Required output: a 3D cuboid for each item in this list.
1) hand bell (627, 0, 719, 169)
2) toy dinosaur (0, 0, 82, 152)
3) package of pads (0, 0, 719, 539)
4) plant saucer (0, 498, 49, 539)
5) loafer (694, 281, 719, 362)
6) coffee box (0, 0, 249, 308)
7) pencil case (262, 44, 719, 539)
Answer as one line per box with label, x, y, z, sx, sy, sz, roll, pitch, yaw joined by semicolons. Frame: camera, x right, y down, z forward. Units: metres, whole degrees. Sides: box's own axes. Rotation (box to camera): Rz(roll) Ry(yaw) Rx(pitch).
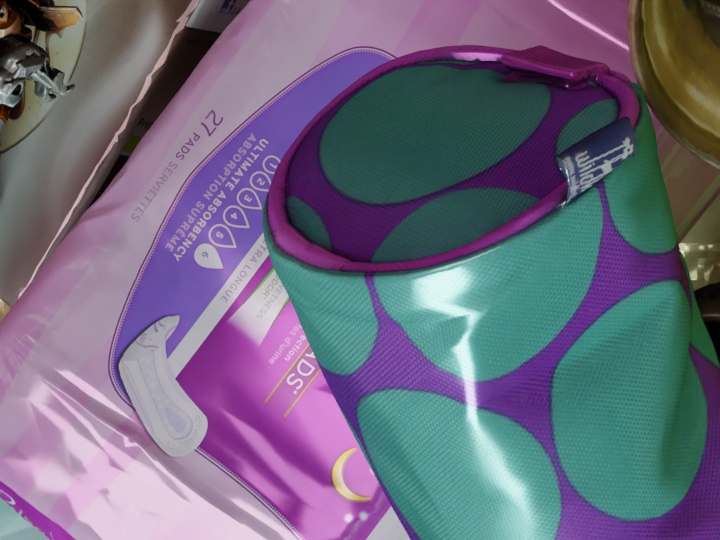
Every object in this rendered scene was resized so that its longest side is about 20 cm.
hand bell;0.084;-0.118;0.697;0.104;0.104;0.200;-42;36;14
toy dinosaur;-0.106;-0.084;0.677;0.102;0.136;0.200;28;141;6
package of pads;0.000;0.000;0.723;0.120;0.076;0.200;36;86;17
plant saucer;-0.078;0.143;0.792;0.199;0.036;0.201;-1;88;18
loafer;0.145;0.078;0.695;0.200;0.063;0.072;45;103;18
coffee box;-0.065;-0.100;0.782;0.113;0.080;0.200;36;101;21
pencil case;0.055;0.049;0.637;0.092;0.200;0.085;-33;29;-18
